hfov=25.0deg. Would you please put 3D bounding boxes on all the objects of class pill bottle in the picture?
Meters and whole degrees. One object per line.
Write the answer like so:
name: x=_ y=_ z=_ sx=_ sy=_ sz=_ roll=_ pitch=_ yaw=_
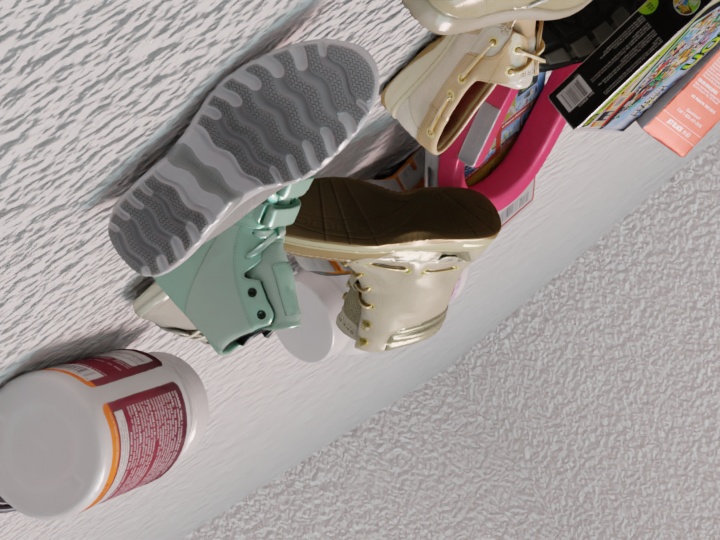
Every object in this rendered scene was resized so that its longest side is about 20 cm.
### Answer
pill bottle: x=0.007 y=0.014 z=1.579 sx=0.199 sy=0.113 sz=0.112 roll=-29 pitch=169 yaw=-44
pill bottle: x=-0.207 y=0.126 z=1.312 sx=0.114 sy=0.115 sz=0.200 roll=-39 pitch=171 yaw=19

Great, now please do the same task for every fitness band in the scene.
fitness band: x=0.131 y=-0.136 z=1.333 sx=0.143 sy=0.037 sz=0.201 roll=-2 pitch=123 yaw=-61

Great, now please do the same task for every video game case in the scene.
video game case: x=0.106 y=-0.092 z=1.394 sx=0.143 sy=0.017 sz=0.201 roll=-39 pitch=149 yaw=-28

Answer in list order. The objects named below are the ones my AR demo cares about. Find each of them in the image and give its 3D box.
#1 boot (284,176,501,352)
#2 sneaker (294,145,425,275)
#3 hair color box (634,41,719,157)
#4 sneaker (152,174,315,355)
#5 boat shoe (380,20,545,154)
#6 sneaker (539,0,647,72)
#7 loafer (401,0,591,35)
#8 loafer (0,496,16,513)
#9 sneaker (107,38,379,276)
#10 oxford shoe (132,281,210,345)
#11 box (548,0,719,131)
boot: x=0.000 y=0.000 z=1.314 sx=0.198 sy=0.073 sz=0.155 roll=1 pitch=141 yaw=-22
sneaker: x=0.019 y=-0.048 z=1.429 sx=0.199 sy=0.079 sz=0.077 roll=-30 pitch=179 yaw=-30
hair color box: x=0.284 y=-0.203 z=1.285 sx=0.064 sy=0.111 sz=0.200 roll=26 pitch=115 yaw=-40
sneaker: x=-0.050 y=-0.029 z=1.095 sx=0.200 sy=0.119 sz=0.074 roll=-41 pitch=168 yaw=24
boat shoe: x=0.098 y=-0.158 z=1.157 sx=0.073 sy=0.069 sz=0.200 roll=-26 pitch=167 yaw=-49
sneaker: x=0.184 y=-0.204 z=1.235 sx=0.199 sy=0.076 sz=0.079 roll=-34 pitch=174 yaw=-15
loafer: x=0.106 y=-0.193 z=0.978 sx=0.199 sy=0.076 sz=0.068 roll=-28 pitch=175 yaw=-41
loafer: x=-0.280 y=0.164 z=1.395 sx=0.063 sy=0.072 sz=0.199 roll=-37 pitch=176 yaw=38
sneaker: x=-0.069 y=-0.078 z=0.979 sx=0.199 sy=0.075 sz=0.082 roll=-33 pitch=-172 yaw=24
oxford shoe: x=-0.128 y=0.029 z=1.307 sx=0.075 sy=0.058 sz=0.200 roll=-34 pitch=170 yaw=5
box: x=0.236 y=-0.181 z=1.188 sx=0.200 sy=0.035 sz=0.110 roll=-44 pitch=163 yaw=25
